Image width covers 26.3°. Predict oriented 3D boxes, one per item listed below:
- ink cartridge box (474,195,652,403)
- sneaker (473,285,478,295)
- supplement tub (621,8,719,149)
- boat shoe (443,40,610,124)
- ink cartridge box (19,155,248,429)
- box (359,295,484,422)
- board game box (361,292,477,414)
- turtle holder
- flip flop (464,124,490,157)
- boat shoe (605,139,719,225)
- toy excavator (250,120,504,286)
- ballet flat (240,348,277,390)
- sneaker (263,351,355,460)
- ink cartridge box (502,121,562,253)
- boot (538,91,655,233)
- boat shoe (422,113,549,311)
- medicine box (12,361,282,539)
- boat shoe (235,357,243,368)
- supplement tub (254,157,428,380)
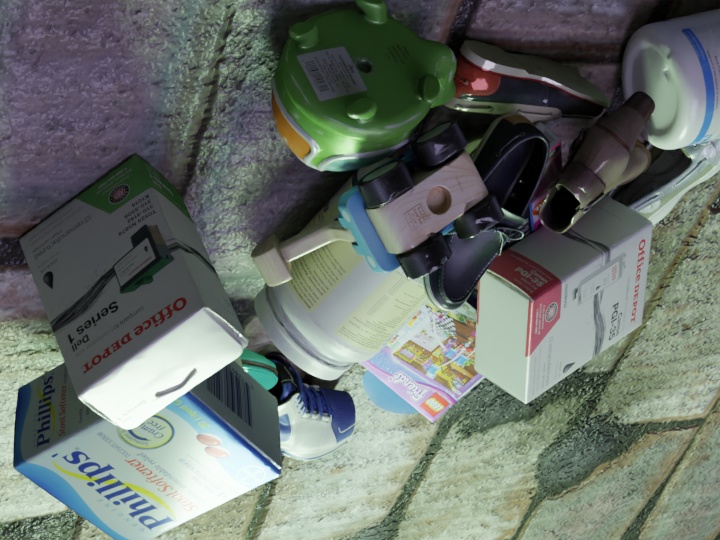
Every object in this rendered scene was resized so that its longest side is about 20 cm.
[{"bbox_3d":[0.219,0.027,1.661,0.199,0.083,0.148,-30,135,-32],"label":"ink cartridge box"},{"bbox_3d":[0.209,0.007,1.755,0.087,0.080,0.199,-53,157,21],"label":"sneaker"},{"bbox_3d":[0.385,-0.208,1.603,0.198,0.133,0.133,-13,141,-19],"label":"supplement tub"},{"bbox_3d":[0.165,-0.176,1.535,0.198,0.071,0.063,8,119,-38],"label":"boat shoe"},{"bbox_3d":[-0.208,0.020,1.403,0.145,0.201,0.084,-35,143,7],"label":"ink cartridge box"},{"bbox_3d":[0.063,0.066,1.721,0.137,0.039,0.200,-41,120,14],"label":"box"},{"bbox_3d":[0.088,0.083,1.811,0.157,0.039,0.201,18,119,-40],"label":"board game box"},{"bbox_3d":[-0.002,-0.168,1.404,0.186,0.140,0.132,-50,175,-36],"label":"turtle holder"},{"bbox_3d":[0.133,-0.081,1.640,0.080,0.058,0.201,-23,143,-9],"label":"flip flop"},{"bbox_3d":[0.349,-0.126,1.725,0.064,0.075,0.202,3,139,-42],"label":"boat shoe"},{"bbox_3d":[0.009,-0.046,1.433,0.194,0.200,0.100,-35,103,-18],"label":"toy excavator"},{"bbox_3d":[-0.181,0.101,1.629,0.198,0.071,0.068,-6,142,-33],"label":"ballet flat"},{"bbox_3d":[-0.080,0.153,1.741,0.198,0.081,0.115,1,142,-33],"label":"sneaker"},{"bbox_3d":[0.167,-0.070,1.604,0.095,0.037,0.200,-42,159,-10],"label":"ink cartridge box"},{"bbox_3d":[0.235,-0.096,1.578,0.146,0.070,0.200,-49,165,-18],"label":"boot"},{"bbox_3d":[0.120,-0.053,1.465,0.074,0.062,0.202,26,92,-32],"label":"boat shoe"},{"bbox_3d":[-0.207,0.158,1.513,0.199,0.104,0.182,-29,132,19],"label":"medicine box"},{"bbox_3d":[-0.169,0.055,1.549,0.059,0.072,0.201,-21,122,1],"label":"boat shoe"},{"bbox_3d":[0.000,0.000,1.570,0.200,0.146,0.144,-45,141,20],"label":"supplement tub"}]
